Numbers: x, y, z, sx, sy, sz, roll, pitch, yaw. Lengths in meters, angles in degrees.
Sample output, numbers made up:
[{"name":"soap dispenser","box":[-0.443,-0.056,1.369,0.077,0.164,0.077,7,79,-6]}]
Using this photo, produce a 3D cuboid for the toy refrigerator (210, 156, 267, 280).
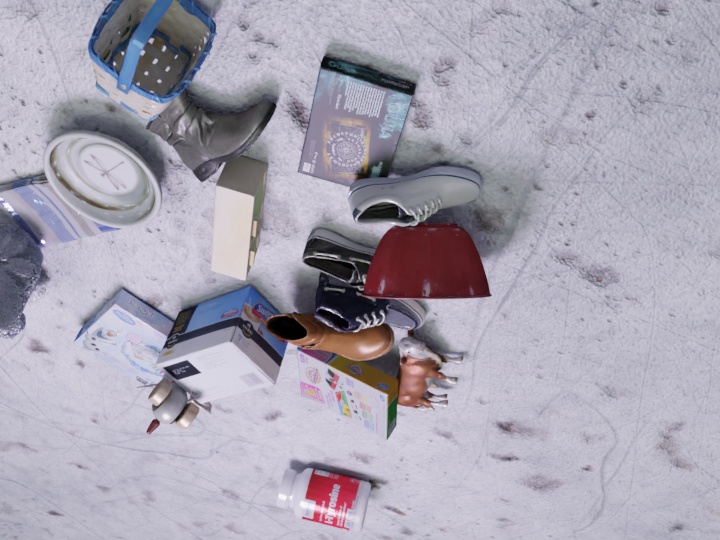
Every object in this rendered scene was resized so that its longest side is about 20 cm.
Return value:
[{"name":"toy refrigerator","box":[-0.192,-0.081,1.439,0.069,0.077,0.201,16,139,1]}]

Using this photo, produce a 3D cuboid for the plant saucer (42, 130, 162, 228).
[{"name":"plant saucer","box":[-0.406,-0.155,1.449,0.197,0.051,0.202,10,139,8]}]

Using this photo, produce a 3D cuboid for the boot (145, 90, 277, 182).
[{"name":"boot","box":[-0.224,-0.218,1.311,0.199,0.068,0.131,-29,116,38]}]

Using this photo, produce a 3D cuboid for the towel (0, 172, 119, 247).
[{"name":"towel","box":[-0.530,-0.104,1.569,0.197,0.024,0.148,-9,134,26]}]

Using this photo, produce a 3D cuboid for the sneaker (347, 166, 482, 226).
[{"name":"sneaker","box":[0.080,-0.097,1.309,0.197,0.072,0.073,-8,141,4]}]

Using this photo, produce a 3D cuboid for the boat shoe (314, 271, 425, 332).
[{"name":"boat shoe","box":[0.012,0.075,1.529,0.197,0.094,0.075,22,139,-5]}]

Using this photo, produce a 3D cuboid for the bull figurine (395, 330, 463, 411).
[{"name":"bull figurine","box":[0.114,0.185,1.636,0.120,0.066,0.201,17,140,2]}]

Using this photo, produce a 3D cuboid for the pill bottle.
[{"name":"pill bottle","box":[-0.082,0.509,2.024,0.197,0.113,0.113,12,139,5]}]

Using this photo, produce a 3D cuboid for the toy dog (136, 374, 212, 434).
[{"name":"toy dog","box":[-0.366,0.254,1.706,0.132,0.096,0.200,45,177,6]}]

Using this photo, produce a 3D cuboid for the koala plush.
[{"name":"koala plush","box":[-0.652,0.013,1.652,0.176,0.186,0.200,29,170,-7]}]

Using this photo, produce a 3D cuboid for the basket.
[{"name":"basket","box":[-0.263,-0.296,1.150,0.138,0.178,0.200,34,148,-14]}]

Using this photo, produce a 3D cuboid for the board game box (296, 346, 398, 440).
[{"name":"board game box","box":[-0.025,0.220,1.696,0.198,0.040,0.154,25,143,20]}]

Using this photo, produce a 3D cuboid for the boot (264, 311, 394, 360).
[{"name":"boot","box":[-0.054,0.105,1.555,0.197,0.078,0.155,10,174,25]}]

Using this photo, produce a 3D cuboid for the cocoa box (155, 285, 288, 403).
[{"name":"cocoa box","box":[-0.248,0.138,1.656,0.198,0.132,0.134,-18,129,34]}]

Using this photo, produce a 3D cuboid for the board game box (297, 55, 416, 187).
[{"name":"board game box","box":[-0.009,-0.199,1.282,0.133,0.028,0.201,16,139,-3]}]

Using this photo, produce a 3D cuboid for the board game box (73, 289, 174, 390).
[{"name":"board game box","box":[-0.439,0.144,1.795,0.199,0.044,0.198,36,136,-21]}]

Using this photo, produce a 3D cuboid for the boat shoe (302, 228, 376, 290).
[{"name":"boat shoe","box":[0.000,0.000,1.472,0.197,0.064,0.071,19,139,-3]}]

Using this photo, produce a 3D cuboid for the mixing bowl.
[{"name":"mixing bowl","box":[0.098,-0.016,1.355,0.197,0.110,0.200,-1,-178,0]}]
